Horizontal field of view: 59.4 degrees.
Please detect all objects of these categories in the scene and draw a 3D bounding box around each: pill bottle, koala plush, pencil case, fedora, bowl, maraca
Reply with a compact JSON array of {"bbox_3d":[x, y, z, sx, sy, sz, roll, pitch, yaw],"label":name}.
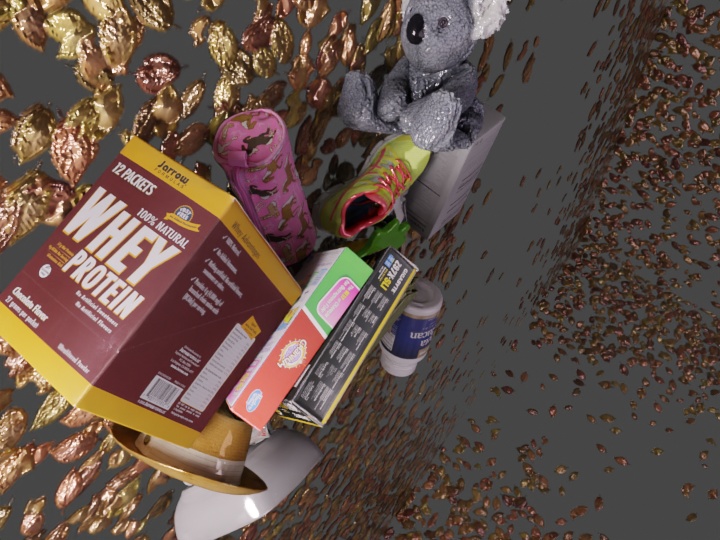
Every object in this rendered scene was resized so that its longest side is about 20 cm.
[{"bbox_3d":[0.099,0.122,1.321,0.111,0.110,0.203,-35,147,-44],"label":"pill bottle"},{"bbox_3d":[0.092,-0.268,0.787,0.182,0.175,0.205,-15,121,-49],"label":"koala plush"},{"bbox_3d":[-0.103,-0.085,0.707,0.081,0.088,0.202,-21,147,-7],"label":"pencil case"},{"bbox_3d":[-0.183,0.185,0.723,0.083,0.197,0.201,-68,158,-10],"label":"fedora"},{"bbox_3d":[-0.174,0.312,0.938,0.198,0.076,0.199,-32,179,27],"label":"bowl"},{"bbox_3d":[0.000,0.000,0.960,0.201,0.107,0.137,-48,164,16],"label":"maraca"}]

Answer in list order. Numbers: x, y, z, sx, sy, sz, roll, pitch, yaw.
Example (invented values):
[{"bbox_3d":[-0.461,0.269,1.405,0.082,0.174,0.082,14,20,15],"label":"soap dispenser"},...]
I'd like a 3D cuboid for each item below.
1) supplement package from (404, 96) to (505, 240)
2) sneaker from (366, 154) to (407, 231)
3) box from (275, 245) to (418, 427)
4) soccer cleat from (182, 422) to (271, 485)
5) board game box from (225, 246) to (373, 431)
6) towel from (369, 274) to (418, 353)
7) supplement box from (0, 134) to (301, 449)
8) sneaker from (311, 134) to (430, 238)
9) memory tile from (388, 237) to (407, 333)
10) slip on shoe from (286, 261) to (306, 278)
[{"bbox_3d":[0.123,-0.172,0.997,0.109,0.113,0.202,-38,160,-40],"label":"supplement package"},{"bbox_3d":[0.027,-0.105,0.977,0.088,0.074,0.203,-27,138,-32],"label":"sneaker"},{"bbox_3d":[-0.032,0.075,0.723,0.202,0.049,0.159,-57,-164,-21],"label":"box"},{"bbox_3d":[-0.177,0.232,0.914,0.201,0.084,0.069,-50,156,-23],"label":"soccer cleat"},{"bbox_3d":[-0.079,0.068,0.707,0.202,0.040,0.153,-55,-166,-11],"label":"board game box"},{"bbox_3d":[0.015,0.089,0.947,0.201,0.036,0.148,-53,170,11],"label":"towel"},{"bbox_3d":[-0.186,0.029,0.598,0.202,0.131,0.198,-54,156,-13],"label":"supplement box"},{"bbox_3d":[0.029,-0.110,0.864,0.199,0.090,0.078,-43,122,-4],"label":"sneaker"},{"bbox_3d":[0.063,-0.005,1.108,0.154,0.016,0.204,87,13,-64],"label":"memory tile"},{"bbox_3d":[-0.079,0.050,0.829,0.075,0.204,0.060,-24,-178,-24],"label":"slip on shoe"}]
